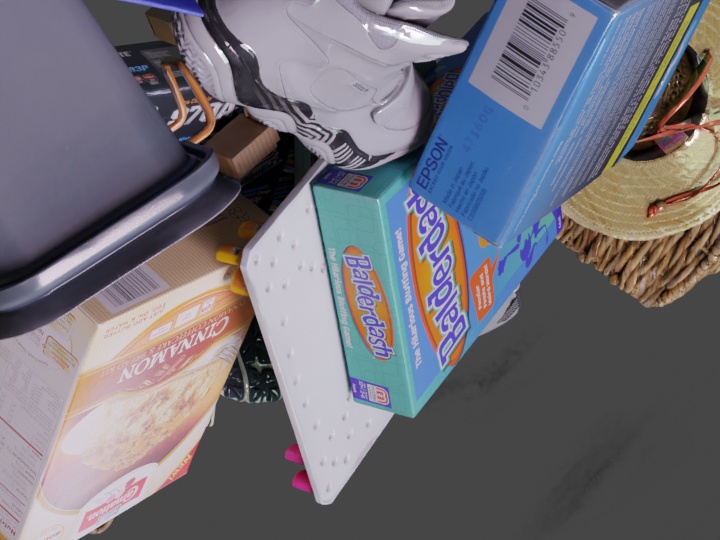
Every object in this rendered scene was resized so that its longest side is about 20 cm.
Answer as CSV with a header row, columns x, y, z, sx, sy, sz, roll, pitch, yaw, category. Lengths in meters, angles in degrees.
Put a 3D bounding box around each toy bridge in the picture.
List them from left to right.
x,y,z,sx,sy,sz,roll,pitch,yaw,category
-0.080,-0.144,0.855,0.067,0.027,0.200,-43,135,-24,toy bridge

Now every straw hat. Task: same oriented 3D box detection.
x,y,z,sx,sy,sz,roll,pitch,yaw,category
0.183,-0.121,1.095,0.200,0.085,0.202,-14,126,-19,straw hat

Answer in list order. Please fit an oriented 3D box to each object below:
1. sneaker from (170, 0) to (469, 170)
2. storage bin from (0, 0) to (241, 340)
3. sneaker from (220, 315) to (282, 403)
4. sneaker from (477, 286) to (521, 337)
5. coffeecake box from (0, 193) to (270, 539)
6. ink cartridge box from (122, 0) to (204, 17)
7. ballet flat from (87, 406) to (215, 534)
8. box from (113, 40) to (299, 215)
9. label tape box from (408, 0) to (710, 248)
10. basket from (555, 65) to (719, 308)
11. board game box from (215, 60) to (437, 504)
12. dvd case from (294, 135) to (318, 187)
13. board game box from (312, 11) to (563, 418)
x,y,z,sx,sy,sz,roll,pitch,yaw,category
0.010,-0.106,0.786,0.115,0.075,0.200,-16,162,29,sneaker
-0.151,-0.074,0.734,0.145,0.200,0.135,-34,111,-15,storage bin
-0.057,0.047,1.081,0.199,0.086,0.078,6,86,-36,sneaker
0.104,-0.015,1.256,0.200,0.078,0.140,-43,156,9,sneaker
-0.142,0.056,0.921,0.153,0.073,0.200,-29,152,-48,coffeecake box
-0.107,-0.190,0.641,0.076,0.201,0.136,-16,168,37,ink cartridge box
-0.137,0.098,1.107,0.200,0.067,0.068,-53,149,16,ballet flat
-0.099,-0.062,0.968,0.200,0.046,0.159,-15,140,-39,box
0.120,-0.113,0.888,0.200,0.066,0.144,-36,155,-55,label tape box
0.257,-0.088,1.240,0.149,0.143,0.200,-29,148,-44,basket
0.000,0.000,0.957,0.200,0.026,0.200,-53,144,-36,board game box
0.043,-0.052,1.047,0.200,0.022,0.146,-20,128,-31,dvd case
0.053,-0.036,0.961,0.200,0.045,0.153,-48,140,-40,board game box
